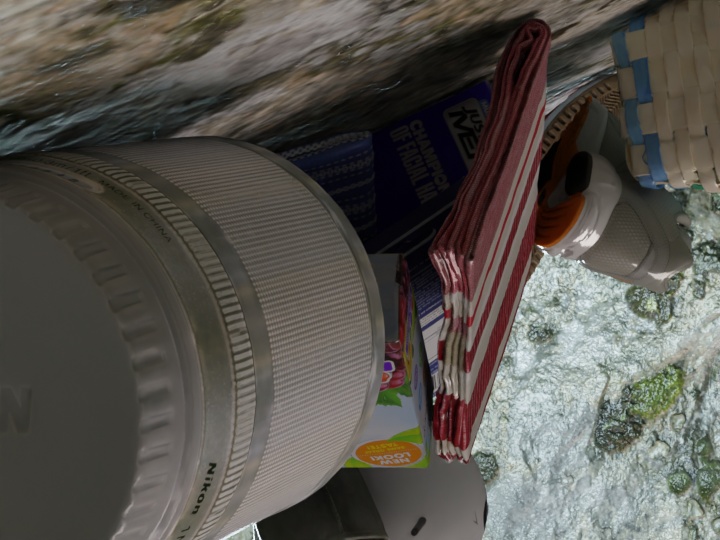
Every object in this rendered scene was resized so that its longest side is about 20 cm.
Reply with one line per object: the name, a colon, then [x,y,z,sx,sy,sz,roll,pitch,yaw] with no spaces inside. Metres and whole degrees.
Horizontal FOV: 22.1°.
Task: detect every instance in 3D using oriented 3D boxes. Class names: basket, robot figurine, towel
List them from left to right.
towel: [-0.057,0.006,0.965,0.144,0.024,0.200,-20,153,-8]
robot figurine: [0.004,0.176,1.303,0.124,0.151,0.200,-1,161,-36]
towel: [0.064,-0.008,0.923,0.023,0.145,0.201,15,148,12]
basket: [0.252,-0.109,1.033,0.199,0.140,0.176,-15,179,25]

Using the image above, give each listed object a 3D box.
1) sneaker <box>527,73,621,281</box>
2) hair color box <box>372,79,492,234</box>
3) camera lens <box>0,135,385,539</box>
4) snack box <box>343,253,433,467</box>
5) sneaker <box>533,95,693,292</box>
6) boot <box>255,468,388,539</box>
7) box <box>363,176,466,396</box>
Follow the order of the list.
sneaker: [0.103,-0.059,1.253,0.200,0.071,0.112,-48,-154,-13]
hair color box: [-0.003,-0.034,1.061,0.199,0.065,0.109,-26,175,4]
camera lens: [-0.093,0.033,0.695,0.159,0.161,0.200,-26,176,24]
snack box: [-0.069,0.048,0.915,0.198,0.053,0.142,-1,151,9]
sneaker: [0.151,-0.037,1.096,0.076,0.092,0.200,-55,-173,22]
boot: [-0.079,0.095,1.169,0.181,0.201,0.072,-1,161,-39]
box: [0.020,0.023,1.013,0.121,0.032,0.200,-34,155,-14]
